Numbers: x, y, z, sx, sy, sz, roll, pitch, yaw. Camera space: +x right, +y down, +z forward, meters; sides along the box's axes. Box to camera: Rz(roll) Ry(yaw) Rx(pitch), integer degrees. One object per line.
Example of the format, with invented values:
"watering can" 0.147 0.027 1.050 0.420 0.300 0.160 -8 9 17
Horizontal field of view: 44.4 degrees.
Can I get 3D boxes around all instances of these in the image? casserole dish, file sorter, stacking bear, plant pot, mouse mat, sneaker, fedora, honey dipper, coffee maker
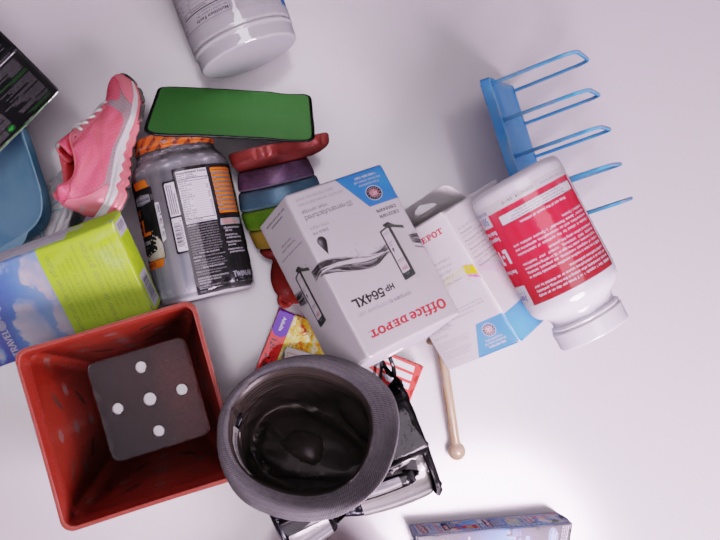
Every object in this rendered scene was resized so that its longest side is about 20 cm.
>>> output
"casserole dish" -0.433 -0.104 1.060 0.121 0.039 0.201 -29 71 12
"file sorter" 0.249 -0.157 1.102 0.122 0.139 0.202 -17 90 24
"stacking bear" -0.089 -0.057 1.095 0.121 0.113 0.202 -18 100 -35
"plant pot" -0.256 0.158 1.031 0.198 0.176 0.201 -16 89 -6
"mouse mat" -0.156 -0.193 1.079 0.198 0.161 0.008 3 121 -7
"sneaker" -0.309 -0.155 1.034 0.086 0.074 0.202 16 61 -29
"fedora" -0.052 0.184 0.938 0.198 0.090 0.178 4 63 13
"honey dipper" 0.113 0.146 1.148 0.038 0.038 0.202 -10 92 -7
"sneaker" -0.373 -0.079 1.083 0.080 0.070 0.202 15 81 11
"coffee maker" -0.028 0.213 1.047 0.199 0.135 0.193 -20 66 -7

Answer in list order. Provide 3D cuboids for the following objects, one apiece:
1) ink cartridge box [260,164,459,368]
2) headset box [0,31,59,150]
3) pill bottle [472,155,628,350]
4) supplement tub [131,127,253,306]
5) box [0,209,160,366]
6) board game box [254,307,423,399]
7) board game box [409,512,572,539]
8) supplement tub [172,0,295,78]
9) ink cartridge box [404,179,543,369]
"ink cartridge box" 0.000 0.000 1.005 0.145 0.084 0.201 -22 79 -35
"headset box" -0.490 -0.226 1.032 0.200 0.093 0.174 40 83 23
"pill bottle" 0.218 -0.018 0.998 0.112 0.112 0.201 -28 89 -7
"supplement tub" -0.207 -0.064 1.074 0.121 0.123 0.202 -12 88 -7
"box" -0.345 0.023 1.006 0.198 0.048 0.123 -19 111 5
"board game box" -0.039 0.154 1.120 0.199 0.046 0.153 21 87 -6
"board game box" 0.152 0.399 1.125 0.198 0.062 0.202 11 86 -5
"supplement tub" -0.172 -0.356 1.087 0.131 0.132 0.201 -22 91 -7
"ink cartridge box" 0.132 -0.006 1.085 0.125 0.128 0.201 -31 92 -43
